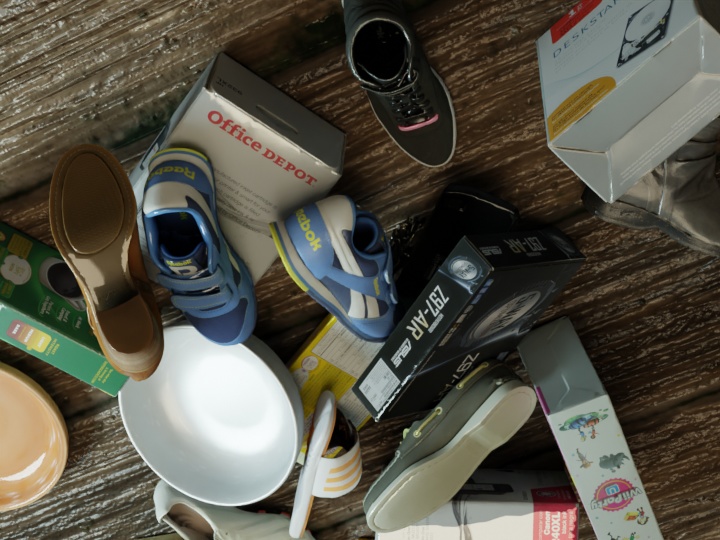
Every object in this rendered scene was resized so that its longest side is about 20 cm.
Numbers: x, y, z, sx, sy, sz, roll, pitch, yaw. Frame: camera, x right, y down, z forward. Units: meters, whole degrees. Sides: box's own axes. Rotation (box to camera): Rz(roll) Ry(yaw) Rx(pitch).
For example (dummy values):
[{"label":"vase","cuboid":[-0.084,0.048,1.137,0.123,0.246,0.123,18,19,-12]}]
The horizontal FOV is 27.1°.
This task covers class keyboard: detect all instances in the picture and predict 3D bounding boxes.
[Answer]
[{"label":"keyboard","cuboid":[0.072,-0.015,1.418,0.104,0.040,0.200,22,132,-6]}]

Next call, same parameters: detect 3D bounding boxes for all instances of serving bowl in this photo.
[{"label":"serving bowl","cuboid":[-0.140,0.132,1.491,0.200,0.066,0.201,10,117,21]}]

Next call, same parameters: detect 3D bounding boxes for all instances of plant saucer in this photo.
[{"label":"plant saucer","cuboid":[-0.402,0.166,1.560,0.200,0.037,0.201,2,121,3]}]

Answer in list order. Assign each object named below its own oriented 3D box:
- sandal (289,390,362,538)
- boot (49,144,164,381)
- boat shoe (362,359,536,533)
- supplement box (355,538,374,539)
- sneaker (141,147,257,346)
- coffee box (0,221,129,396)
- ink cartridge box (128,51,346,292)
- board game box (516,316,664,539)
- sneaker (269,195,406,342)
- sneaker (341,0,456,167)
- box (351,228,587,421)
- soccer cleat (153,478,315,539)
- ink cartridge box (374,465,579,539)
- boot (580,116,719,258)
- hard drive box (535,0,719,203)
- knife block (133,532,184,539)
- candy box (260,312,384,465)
[{"label":"sandal","cuboid":[-0.029,0.199,1.508,0.059,0.079,0.207,11,136,-3]},{"label":"boot","cuboid":[-0.216,0.000,1.317,0.077,0.155,0.200,-22,80,-10]},{"label":"boat shoe","cuboid":[0.077,0.167,1.424,0.202,0.060,0.072,-43,136,2]},{"label":"supplement box","cuboid":[0.088,0.371,1.618,0.199,0.109,0.110,4,122,1]},{"label":"sneaker","cuboid":[-0.146,-0.005,1.311,0.074,0.082,0.200,-12,123,10]},{"label":"coffee box","cuboid":[-0.300,0.030,1.419,0.200,0.123,0.044,28,118,-16]},{"label":"ink cartridge box","cuboid":[-0.127,-0.074,1.364,0.145,0.084,0.200,32,119,-15]},{"label":"board game box","cuboid":[0.224,0.167,1.456,0.064,0.148,0.200,-23,118,6]},{"label":"sneaker","cuboid":[0.000,0.000,1.343,0.082,0.074,0.200,-36,143,10]},{"label":"sneaker","cuboid":[0.032,-0.157,1.295,0.071,0.099,0.200,-18,121,12]},{"label":"box","cuboid":[0.101,0.049,1.396,0.044,0.160,0.200,50,121,25]},{"label":"soccer cleat","cuboid":[-0.133,0.283,1.593,0.200,0.078,0.069,29,119,-15]},{"label":"ink cartridge box","cuboid":[0.114,0.254,1.512,0.199,0.145,0.084,2,96,2]},{"label":"boot","cuboid":[0.309,-0.090,1.343,0.200,0.070,0.132,13,117,-10]},{"label":"hard drive box","cuboid":[0.227,-0.171,1.215,0.077,0.200,0.156,40,115,-19]},{"label":"knife block","cuboid":[-0.216,0.376,1.599,0.064,0.176,0.200,-10,121,11]},{"label":"candy box","cuboid":[-0.031,0.119,1.507,0.102,0.026,0.200,30,124,-17]}]
